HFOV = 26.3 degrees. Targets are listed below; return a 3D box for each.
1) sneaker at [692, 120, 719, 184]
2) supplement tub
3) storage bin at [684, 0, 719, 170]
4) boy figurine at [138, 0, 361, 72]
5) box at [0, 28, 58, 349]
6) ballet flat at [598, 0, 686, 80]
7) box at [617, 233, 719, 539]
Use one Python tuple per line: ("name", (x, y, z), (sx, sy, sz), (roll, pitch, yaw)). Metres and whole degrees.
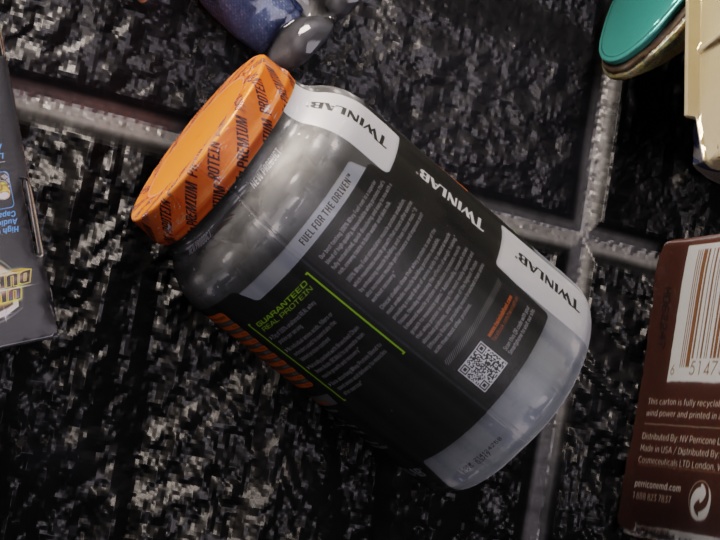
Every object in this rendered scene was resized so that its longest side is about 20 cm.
("sneaker", (0.271, -0.103, 0.863), (0.198, 0.080, 0.116), (3, 82, -28))
("supplement tub", (0.000, 0.000, 0.716), (0.200, 0.122, 0.123), (40, 74, -17))
("storage bin", (0.269, -0.139, 0.770), (0.198, 0.094, 0.200), (10, 75, -24))
("boy figurine", (-0.080, -0.190, 0.725), (0.124, 0.064, 0.200), (-46, 107, -15))
("box", (-0.245, -0.048, 0.657), (0.198, 0.050, 0.200), (-12, 93, -23))
("ballet flat", (0.195, -0.180, 0.839), (0.070, 0.071, 0.201), (28, 77, -19))
("box", (0.268, 0.079, 0.798), (0.198, 0.166, 0.166), (14, 81, -20))
